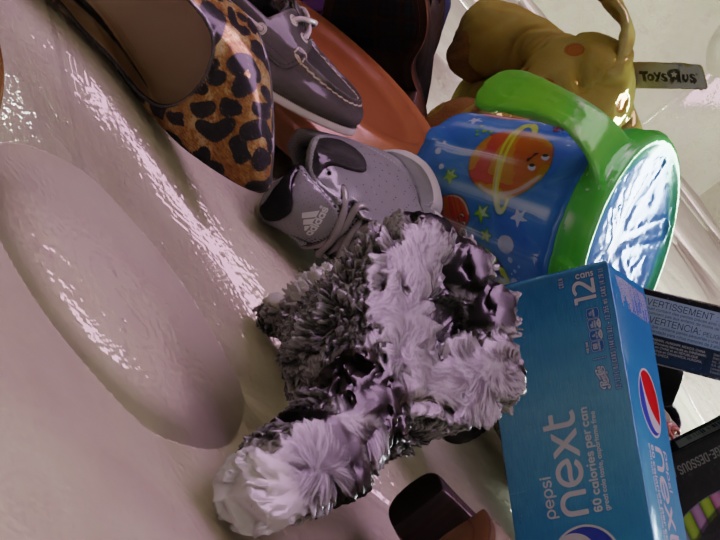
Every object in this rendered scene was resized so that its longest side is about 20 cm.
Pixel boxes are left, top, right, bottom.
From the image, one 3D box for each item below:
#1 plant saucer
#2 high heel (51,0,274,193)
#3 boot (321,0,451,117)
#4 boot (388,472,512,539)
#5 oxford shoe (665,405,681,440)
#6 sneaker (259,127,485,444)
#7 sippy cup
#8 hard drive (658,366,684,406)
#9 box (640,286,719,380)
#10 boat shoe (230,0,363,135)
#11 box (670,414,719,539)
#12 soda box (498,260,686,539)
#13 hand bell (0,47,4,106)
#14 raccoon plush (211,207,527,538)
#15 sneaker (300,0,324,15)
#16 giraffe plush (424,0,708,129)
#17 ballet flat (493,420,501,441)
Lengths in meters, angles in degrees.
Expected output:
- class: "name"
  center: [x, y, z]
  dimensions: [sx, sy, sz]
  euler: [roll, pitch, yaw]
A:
- class: "plant saucer"
  center: [-0.021, -0.109, 1.120]
  dimensions: [0.200, 0.037, 0.200]
  euler: [38, 19, -16]
- class: "high heel"
  center: [-0.121, -0.120, 0.861]
  dimensions: [0.142, 0.071, 0.200]
  euler: [1, 56, -57]
- class: "boot"
  center: [0.020, -0.177, 1.235]
  dimensions: [0.200, 0.074, 0.097]
  euler: [89, 13, -51]
- class: "boot"
  center: [0.065, 0.163, 0.722]
  dimensions: [0.146, 0.070, 0.200]
  euler: [53, 14, -10]
- class: "oxford shoe"
  center: [0.161, 0.105, 1.151]
  dimensions: [0.200, 0.075, 0.071]
  euler: [-27, 97, -75]
- class: "sneaker"
  center: [0.000, 0.000, 0.949]
  dimensions: [0.115, 0.075, 0.200]
  euler: [23, 30, -37]
- class: "sippy cup"
  center: [0.097, -0.029, 1.060]
  dimensions: [0.130, 0.179, 0.139]
  euler: [19, 18, 28]
- class: "hard drive"
  center: [0.131, 0.019, 1.235]
  dimensions: [0.139, 0.033, 0.200]
  euler: [14, 22, -7]
- class: "box"
  center: [0.210, 0.043, 1.010]
  dimensions: [0.136, 0.038, 0.200]
  euler: [14, 0, 20]
- class: "boat shoe"
  center: [-0.071, -0.147, 0.983]
  dimensions: [0.200, 0.057, 0.067]
  euler: [35, 15, -11]
- class: "box"
  center: [0.218, 0.180, 0.994]
  dimensions: [0.201, 0.122, 0.106]
  euler: [63, 7, 5]
- class: "soda box"
  center: [0.110, 0.103, 0.870]
  dimensions: [0.064, 0.068, 0.201]
  euler: [28, 52, -62]
- class: "hand bell"
  center: [-0.150, -0.111, 0.708]
  dimensions: [0.104, 0.104, 0.200]
  euler: [42, 28, -37]
- class: "raccoon plush"
  center: [-0.027, 0.044, 0.762]
  dimensions: [0.200, 0.134, 0.097]
  euler: [-22, 90, -44]
- class: "sneaker"
  center: [-0.030, -0.212, 1.232]
  dimensions: [0.200, 0.080, 0.089]
  euler: [100, -20, -63]
- class: "giraffe plush"
  center: [0.106, -0.084, 1.217]
  dimensions: [0.162, 0.200, 0.173]
  euler: [-39, 106, -37]
- class: "ballet flat"
  center: [0.100, 0.122, 1.014]
  dimensions: [0.200, 0.046, 0.067]
  euler: [-106, 170, -45]
